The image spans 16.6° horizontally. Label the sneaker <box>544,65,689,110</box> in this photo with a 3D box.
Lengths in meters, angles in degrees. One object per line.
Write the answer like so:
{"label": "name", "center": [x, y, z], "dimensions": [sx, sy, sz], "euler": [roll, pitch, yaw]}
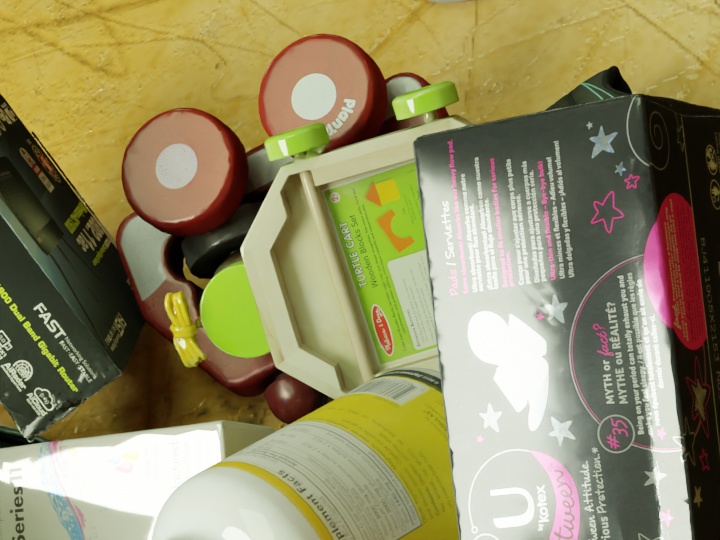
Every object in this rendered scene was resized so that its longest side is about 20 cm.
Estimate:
{"label": "sneaker", "center": [0.154, -0.044, 1.211], "dimensions": [0.079, 0.075, 0.200], "euler": [-47, 46, -8]}

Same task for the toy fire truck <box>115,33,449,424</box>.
{"label": "toy fire truck", "center": [-0.025, -0.014, 1.293], "dimensions": [0.199, 0.112, 0.168], "euler": [-27, 68, 10]}

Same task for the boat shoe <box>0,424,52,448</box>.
{"label": "boat shoe", "center": [-0.161, 0.128, 1.297], "dimensions": [0.200, 0.062, 0.073], "euler": [21, 67, 40]}

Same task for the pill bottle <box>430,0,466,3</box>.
{"label": "pill bottle", "center": [0.023, -0.248, 1.359], "dimensions": [0.110, 0.200, 0.111], "euler": [-17, 51, 23]}

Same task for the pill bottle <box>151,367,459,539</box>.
{"label": "pill bottle", "center": [-0.023, 0.127, 1.112], "dimensions": [0.112, 0.113, 0.200], "euler": [17, 31, 40]}

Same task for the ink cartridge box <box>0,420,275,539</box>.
{"label": "ink cartridge box", "center": [-0.139, 0.143, 1.220], "dimensions": [0.199, 0.067, 0.118], "euler": [-9, 81, 22]}

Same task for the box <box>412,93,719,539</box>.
{"label": "box", "center": [0.108, 0.033, 1.092], "dimensions": [0.114, 0.132, 0.201], "euler": [-8, 85, 28]}

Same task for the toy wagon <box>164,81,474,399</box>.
{"label": "toy wagon", "center": [0.000, 0.000, 1.230], "dimensions": [0.199, 0.156, 0.040], "euler": [-16, 5, 10]}

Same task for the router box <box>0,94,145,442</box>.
{"label": "router box", "center": [-0.182, -0.008, 1.289], "dimensions": [0.062, 0.150, 0.200], "euler": [-35, 9, 6]}
